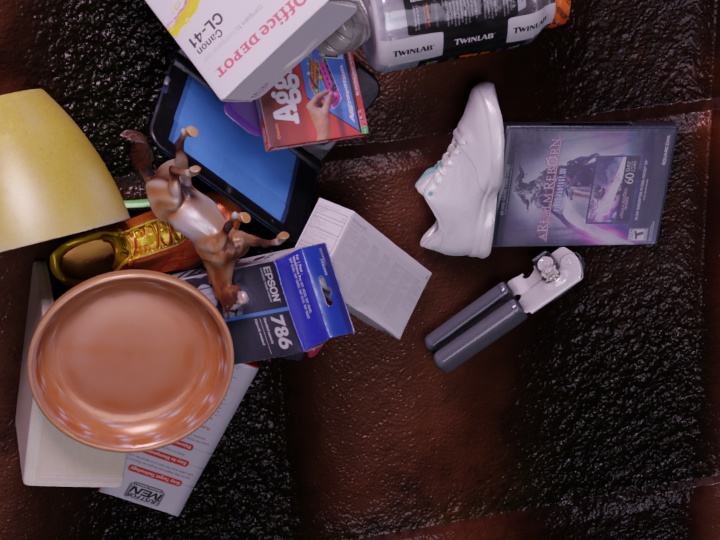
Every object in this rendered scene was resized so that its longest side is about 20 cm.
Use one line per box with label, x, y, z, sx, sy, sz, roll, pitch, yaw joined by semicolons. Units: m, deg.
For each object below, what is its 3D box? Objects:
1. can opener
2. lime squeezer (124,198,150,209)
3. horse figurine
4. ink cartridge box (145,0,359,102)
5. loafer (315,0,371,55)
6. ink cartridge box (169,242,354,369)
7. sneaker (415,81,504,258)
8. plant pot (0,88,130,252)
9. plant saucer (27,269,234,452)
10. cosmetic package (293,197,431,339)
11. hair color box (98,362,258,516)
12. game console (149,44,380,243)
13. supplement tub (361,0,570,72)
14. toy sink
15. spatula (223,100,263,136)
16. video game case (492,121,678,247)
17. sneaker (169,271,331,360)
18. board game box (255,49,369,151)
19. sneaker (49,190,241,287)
can opener;0.166;0.046;1.915;0.200;0.053;0.066;-33;140;6
lime squeezer;-0.176;-0.039;1.765;0.200;0.038;0.071;35;62;-1
horse figurine;-0.153;-0.057;1.630;0.200;0.133;0.050;47;56;-5
ink cartridge box;-0.121;-0.276;1.587;0.148;0.086;0.200;-40;80;20
loafer;-0.061;-0.292;1.648;0.070;0.070;0.200;-36;84;33
ink cartridge box;-0.111;0.039;1.706;0.200;0.039;0.100;-13;102;27
sneaker;0.102;-0.103;1.821;0.088;0.075;0.200;3;117;-4
plant pot;-0.335;-0.093;1.650;0.200;0.200;0.142;-15;94;-8
plant saucer;-0.224;0.085;1.687;0.200;0.037;0.201;-5;118;-9
cosmetic package;0.000;0.000;1.787;0.083;0.051;0.200;-62;149;-5
hair color box;-0.201;0.159;1.869;0.101;0.061;0.200;22;107;-24
game console;-0.089;-0.159;1.707;0.200;0.118;0.171;36;103;-28
supplement tub;0.098;-0.271;1.700;0.200;0.123;0.123;-12;119;-9
toy sink;-0.287;0.105;1.779;0.112;0.130;0.200;3;114;-17
spatula;-0.065;-0.219;1.695;0.056;0.021;0.200;39;75;-23
video game case;0.242;-0.094;1.890;0.199;0.019;0.143;-2;116;-16
sneaker;-0.122;0.036;1.804;0.200;0.081;0.075;10;154;-18
board game box;-0.061;-0.220;1.673;0.103;0.019;0.201;-10;84;-16
sneaker;-0.211;-0.024;1.719;0.200;0.077;0.073;-22;91;2
